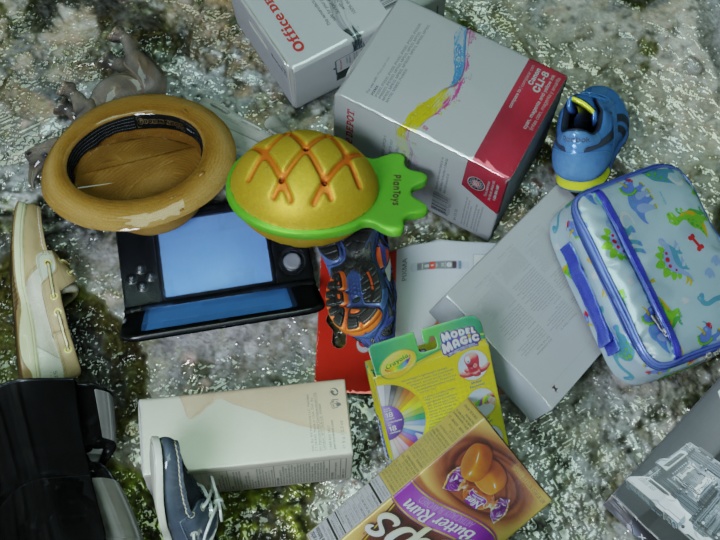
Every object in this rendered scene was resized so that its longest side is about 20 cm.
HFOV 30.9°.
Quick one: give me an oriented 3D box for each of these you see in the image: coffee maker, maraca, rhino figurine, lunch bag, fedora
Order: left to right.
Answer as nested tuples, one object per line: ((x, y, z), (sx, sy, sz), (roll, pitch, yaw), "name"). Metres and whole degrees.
((-0.290, 0.203, 1.179), (0.134, 0.192, 0.201), (-33, 61, 19), "coffee maker")
((-0.288, -0.163, 1.398), (0.087, 0.060, 0.200), (37, 74, 4), "rhino figurine")
((-0.223, -0.093, 1.333), (0.199, 0.082, 0.202), (-2, 51, 3), "fedora")
((-0.033, -0.080, 1.280), (0.199, 0.107, 0.138), (3, 49, -1), "maraca")
((0.286, 0.004, 1.284), (0.160, 0.082, 0.201), (-16, 75, -25), "lunch bag")

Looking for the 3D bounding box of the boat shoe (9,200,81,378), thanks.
((-0.320, 0.023, 1.321), (0.066, 0.074, 0.201), (-3, 69, -17), "boat shoe")

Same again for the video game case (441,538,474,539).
((0.104, 0.344, 1.134), (0.036, 0.200, 0.182), (-4, 67, 18), "video game case")

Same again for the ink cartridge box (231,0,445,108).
((-0.026, -0.293, 1.444), (0.199, 0.083, 0.147), (-28, 67, -13), "ink cartridge box")

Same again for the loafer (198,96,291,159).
((-0.095, -0.132, 1.387), (0.199, 0.070, 0.070), (21, 75, 8), "loafer")

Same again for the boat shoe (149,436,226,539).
((-0.152, 0.225, 1.178), (0.061, 0.201, 0.075), (-7, 34, -4), "boat shoe")

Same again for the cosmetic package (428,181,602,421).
((0.187, 0.028, 1.306), (0.151, 0.052, 0.200), (46, 60, 3), "cosmetic package")

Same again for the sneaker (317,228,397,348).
((0.000, 0.000, 1.317), (0.075, 0.079, 0.201), (-15, 47, 16), "sneaker")

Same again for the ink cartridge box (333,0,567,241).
((0.088, -0.159, 1.363), (0.199, 0.145, 0.145), (27, 68, 8), "ink cartridge box")

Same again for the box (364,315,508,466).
((0.075, 0.143, 1.234), (0.117, 0.048, 0.201), (-16, 111, -9), "box")

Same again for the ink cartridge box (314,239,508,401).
((0.056, 0.046, 1.332), (0.199, 0.050, 0.163), (4, 67, -4), "ink cartridge box")

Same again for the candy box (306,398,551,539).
((0.063, 0.229, 1.201), (0.200, 0.056, 0.117), (-40, 112, 0), "candy box")

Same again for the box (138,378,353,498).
((-0.109, 0.164, 1.254), (0.199, 0.095, 0.078), (-5, 67, -5), "box")

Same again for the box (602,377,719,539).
((0.363, 0.211, 1.275), (0.200, 0.050, 0.158), (-42, 75, -16), "box")

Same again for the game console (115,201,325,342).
((-0.146, -0.006, 1.309), (0.199, 0.117, 0.177), (-8, 69, -6), "game console")

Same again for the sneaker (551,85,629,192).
((0.245, -0.161, 1.368), (0.066, 0.079, 0.200), (4, 33, 18), "sneaker")
